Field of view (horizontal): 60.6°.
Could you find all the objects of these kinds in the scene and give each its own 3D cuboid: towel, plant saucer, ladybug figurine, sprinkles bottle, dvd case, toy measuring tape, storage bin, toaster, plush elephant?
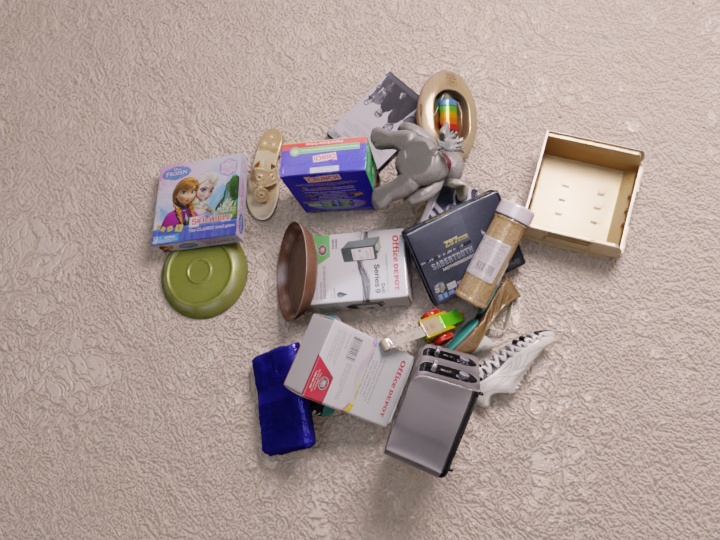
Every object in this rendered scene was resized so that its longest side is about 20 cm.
[{"bbox_3d":[-0.155,0.250,1.188,0.148,0.049,0.201,-29,66,44],"label":"towel"},{"bbox_3d":[-0.125,0.003,1.226,0.034,0.200,0.201,3,74,-23],"label":"plant saucer"},{"bbox_3d":[-0.343,0.004,1.330,0.199,0.031,0.201,-2,76,9],"label":"plant saucer"},{"bbox_3d":[0.173,-0.316,1.285,0.135,0.072,0.201,4,85,-20],"label":"ladybug figurine"},{"bbox_3d":[0.248,-0.030,1.144,0.068,0.068,0.200,28,97,15],"label":"sprinkles bottle"},{"bbox_3d":[0.046,-0.321,1.347,0.200,0.025,0.150,-45,74,-3],"label":"dvd case"},{"bbox_3d":[0.116,0.122,1.180,0.200,0.074,0.074,-18,71,-27],"label":"toy measuring tape"},{"bbox_3d":[0.431,-0.143,1.200,0.198,0.094,0.201,15,79,13],"label":"storage bin"},{"bbox_3d":[0.127,0.241,1.071,0.118,0.181,0.201,20,103,7],"label":"toaster"},{"bbox_3d":[0.130,-0.200,1.181,0.200,0.155,0.165,-13,77,28],"label":"plush elephant"}]

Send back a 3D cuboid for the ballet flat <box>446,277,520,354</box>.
[{"bbox_3d":[0.243,0.106,1.193,0.072,0.068,0.200,37,80,-3],"label":"ballet flat"}]

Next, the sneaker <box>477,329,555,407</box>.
[{"bbox_3d":[0.285,0.182,1.160,0.200,0.075,0.081,-35,81,8],"label":"sneaker"}]

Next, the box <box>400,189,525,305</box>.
[{"bbox_3d":[0.199,-0.045,1.196,0.200,0.051,0.158,-25,103,-2],"label":"box"}]

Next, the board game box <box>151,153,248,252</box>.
[{"bbox_3d":[-0.348,-0.147,1.341,0.199,0.041,0.200,-7,66,12],"label":"board game box"}]

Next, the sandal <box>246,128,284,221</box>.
[{"bbox_3d":[-0.215,-0.220,1.343,0.077,0.070,0.212,6,77,11],"label":"sandal"}]

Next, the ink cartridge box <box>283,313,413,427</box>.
[{"bbox_3d":[-0.019,0.187,1.143,0.083,0.200,0.146,8,72,57],"label":"ink cartridge box"}]

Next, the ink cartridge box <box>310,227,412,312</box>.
[{"bbox_3d":[0.000,0.000,1.243,0.199,0.084,0.146,-6,74,8],"label":"ink cartridge box"}]

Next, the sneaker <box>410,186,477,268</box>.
[{"bbox_3d":[0.175,-0.089,1.243,0.108,0.070,0.200,16,76,15],"label":"sneaker"}]

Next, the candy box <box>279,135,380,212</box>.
[{"bbox_3d":[-0.054,-0.187,1.239,0.169,0.200,0.077,-2,76,9],"label":"candy box"}]

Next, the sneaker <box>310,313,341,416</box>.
[{"bbox_3d":[-0.073,0.181,1.201,0.071,0.080,0.201,-18,69,48],"label":"sneaker"}]
